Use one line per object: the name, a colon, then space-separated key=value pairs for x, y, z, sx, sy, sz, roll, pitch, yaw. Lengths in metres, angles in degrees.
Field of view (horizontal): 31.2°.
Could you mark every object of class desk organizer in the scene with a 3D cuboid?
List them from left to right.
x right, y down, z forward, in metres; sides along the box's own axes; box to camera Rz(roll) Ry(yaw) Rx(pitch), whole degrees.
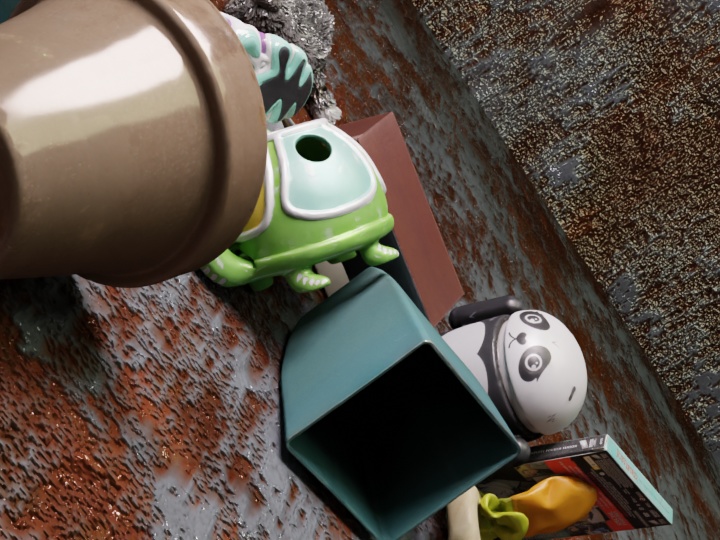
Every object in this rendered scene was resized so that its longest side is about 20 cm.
desk organizer: x=0.023 y=-0.041 z=1.222 sx=0.077 sy=0.071 sz=0.201 roll=-43 pitch=116 yaw=-50

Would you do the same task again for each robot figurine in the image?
robot figurine: x=0.117 y=0.110 z=1.238 sx=0.125 sy=0.199 sz=0.151 roll=-21 pitch=93 yaw=-63

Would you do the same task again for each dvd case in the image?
dvd case: x=0.185 y=0.219 z=1.268 sx=0.146 sy=0.199 sz=0.022 roll=46 pitch=42 yaw=-35

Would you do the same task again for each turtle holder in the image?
turtle holder: x=-0.068 y=-0.052 z=1.111 sx=0.141 sy=0.184 sz=0.132 roll=-128 pitch=-157 yaw=-81

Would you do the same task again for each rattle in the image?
rattle: x=0.137 y=0.256 z=1.135 sx=0.200 sy=0.142 sz=0.131 roll=-11 pitch=106 yaw=-83

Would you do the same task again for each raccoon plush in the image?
raccoon plush: x=-0.084 y=-0.280 z=1.611 sx=0.201 sy=0.097 sz=0.134 roll=59 pitch=23 yaw=5

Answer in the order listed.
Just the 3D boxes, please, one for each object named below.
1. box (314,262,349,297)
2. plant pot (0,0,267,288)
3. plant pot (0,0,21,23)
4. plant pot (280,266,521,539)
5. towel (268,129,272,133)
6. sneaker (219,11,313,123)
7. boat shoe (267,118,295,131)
box: x=0.000 y=0.000 z=1.348 sx=0.082 sy=0.068 sz=0.201 roll=32 pitch=31 yaw=-58
plant pot: x=-0.179 y=-0.072 z=0.752 sx=0.201 sy=0.200 sz=0.174 roll=58 pitch=32 yaw=2
plant pot: x=-0.230 y=-0.265 z=0.927 sx=0.200 sy=0.187 sz=0.200 roll=52 pitch=16 yaw=-21
plant pot: x=0.019 y=0.093 z=1.103 sx=0.141 sy=0.141 sz=0.200 roll=49 pitch=10 yaw=-28
towel: x=-0.168 y=-0.164 z=1.120 sx=0.152 sy=0.023 sz=0.200 roll=35 pitch=5 yaw=27
sneaker: x=-0.137 y=-0.209 z=1.163 sx=0.140 sy=0.078 sz=0.200 roll=38 pitch=8 yaw=34
boat shoe: x=-0.085 y=-0.151 z=1.386 sx=0.202 sy=0.065 sz=0.075 roll=49 pitch=17 yaw=-28
